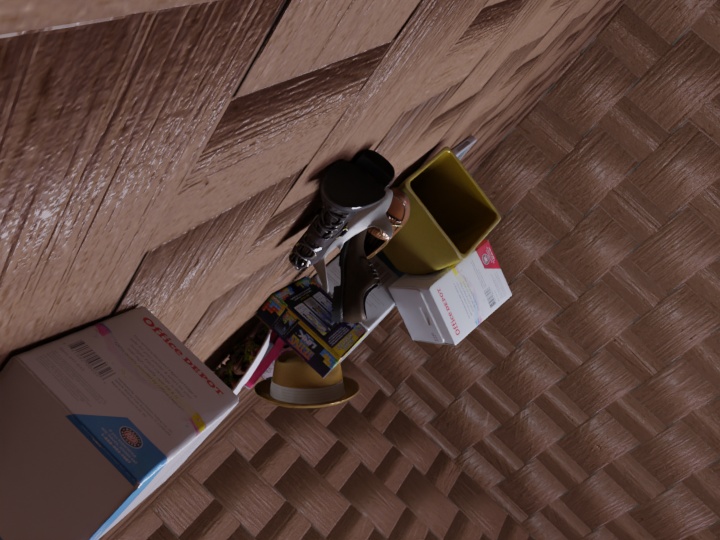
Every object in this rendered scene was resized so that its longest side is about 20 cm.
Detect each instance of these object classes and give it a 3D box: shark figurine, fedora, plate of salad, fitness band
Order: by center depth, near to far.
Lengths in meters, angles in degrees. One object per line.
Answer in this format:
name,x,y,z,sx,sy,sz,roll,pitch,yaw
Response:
shark figurine,0.004,-0.067,1.215,0.214,0.089,0.128,-47,175,-18
plate of salad,-0.225,0.170,1.322,0.200,0.048,0.200,-51,-169,14
fedora,-0.101,0.197,1.379,0.201,0.200,0.082,-33,126,-73
fitness band,-0.192,0.156,1.445,0.200,0.037,0.144,-49,-168,16

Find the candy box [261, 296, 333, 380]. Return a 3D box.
candy box,-0.128,0.143,1.533,0.200,0.061,0.136,-27,-158,42

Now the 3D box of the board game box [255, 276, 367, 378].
board game box,-0.085,0.099,1.352,0.057,0.165,0.200,-48,175,16

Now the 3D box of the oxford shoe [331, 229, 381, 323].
oxford shoe,0.000,0.000,1.350,0.073,0.084,0.200,49,47,-79

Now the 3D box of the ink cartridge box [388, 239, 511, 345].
ink cartridge box,0.192,0.045,1.574,0.200,0.145,0.145,-36,-161,-31

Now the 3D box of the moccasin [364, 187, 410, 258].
moccasin,0.037,-0.089,1.442,0.078,0.074,0.201,-49,-179,-39

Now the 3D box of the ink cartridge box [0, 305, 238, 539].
ink cartridge box,-0.209,0.129,0.608,0.125,0.129,0.200,-47,175,16

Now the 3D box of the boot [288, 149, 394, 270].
boot,-0.037,-0.062,0.942,0.174,0.069,0.200,-49,177,27

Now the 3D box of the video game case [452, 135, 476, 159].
video game case,0.211,-0.258,1.927,0.200,0.024,0.182,-51,175,37

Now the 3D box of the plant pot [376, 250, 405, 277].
plant pot,0.118,-0.024,1.735,0.201,0.201,0.161,-44,-169,-26

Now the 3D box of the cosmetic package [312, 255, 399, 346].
cosmetic package,-0.029,0.073,1.650,0.166,0.167,0.200,-44,174,-37

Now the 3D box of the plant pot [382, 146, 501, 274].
plant pot,0.135,-0.103,1.546,0.200,0.196,0.194,-34,-174,46
